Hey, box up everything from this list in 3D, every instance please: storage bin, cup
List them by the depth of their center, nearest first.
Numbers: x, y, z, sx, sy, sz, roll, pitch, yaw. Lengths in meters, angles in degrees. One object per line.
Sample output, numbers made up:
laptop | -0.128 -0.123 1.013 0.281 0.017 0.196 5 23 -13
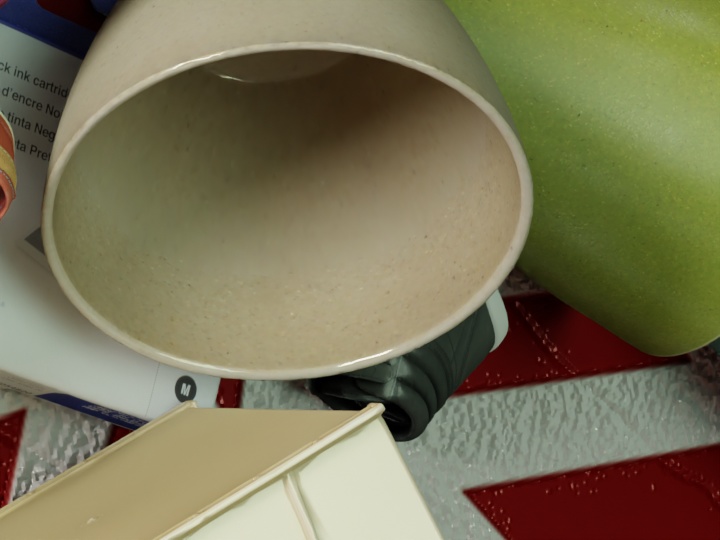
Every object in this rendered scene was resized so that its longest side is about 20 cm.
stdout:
storage bin | -0.087 0.137 0.992 0.198 0.200 0.094 -31 101 -24
cup | -0.034 -0.072 1.053 0.200 0.200 0.144 31 38 -36

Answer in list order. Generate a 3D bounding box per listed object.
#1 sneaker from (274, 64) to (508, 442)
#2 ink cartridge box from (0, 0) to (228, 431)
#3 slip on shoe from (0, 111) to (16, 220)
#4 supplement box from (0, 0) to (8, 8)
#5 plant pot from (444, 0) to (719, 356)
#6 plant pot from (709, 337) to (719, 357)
sneaker | 0.000 0.000 1.181 0.099 0.070 0.201 -58 133 -32
ink cartridge box | -0.129 -0.045 1.099 0.199 0.040 0.202 21 73 -39
slip on shoe | -0.201 0.018 0.971 0.074 0.061 0.200 33 100 -31
supplement box | -0.163 -0.172 0.972 0.200 0.103 0.131 -45 104 -4
plant pot | 0.098 -0.081 1.232 0.199 0.187 0.188 23 71 -24
plant pot | 0.274 0.010 1.369 0.187 0.200 0.201 29 67 -20
